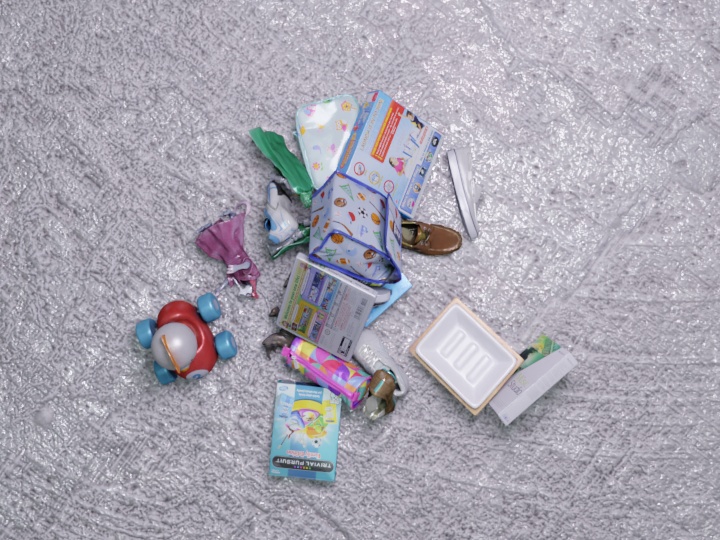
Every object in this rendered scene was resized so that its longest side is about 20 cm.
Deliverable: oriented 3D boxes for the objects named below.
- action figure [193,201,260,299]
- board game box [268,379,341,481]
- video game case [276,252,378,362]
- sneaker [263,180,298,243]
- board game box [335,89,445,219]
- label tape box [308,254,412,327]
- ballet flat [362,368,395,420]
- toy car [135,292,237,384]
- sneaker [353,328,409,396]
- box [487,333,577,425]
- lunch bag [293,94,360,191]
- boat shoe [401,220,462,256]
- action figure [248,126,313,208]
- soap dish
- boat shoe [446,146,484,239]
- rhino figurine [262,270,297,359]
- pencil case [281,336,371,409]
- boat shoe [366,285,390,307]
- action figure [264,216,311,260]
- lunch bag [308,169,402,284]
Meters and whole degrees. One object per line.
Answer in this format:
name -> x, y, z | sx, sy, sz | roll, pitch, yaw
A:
action figure -> -0.275, -0.025, 1.589 | 0.149, 0.133, 0.202 | -43, 106, -41
board game box -> -0.119, 0.354, 1.593 | 0.147, 0.047, 0.205 | 5, 90, 1
video game case -> -0.073, 0.079, 1.482 | 0.179, 0.022, 0.202 | 26, 130, 5
sneaker -> -0.181, -0.129, 1.531 | 0.072, 0.201, 0.072 | -35, 124, 9
board game box -> 0.064, -0.243, 1.533 | 0.194, 0.056, 0.204 | 26, 83, -30
label tape box -> 0.000, 0.000, 1.584 | 0.144, 0.063, 0.201 | -39, 91, 1
ballet flat -> 0.037, 0.274, 1.516 | 0.067, 0.201, 0.073 | 34, 66, 15
toy car -> -0.377, 0.168, 1.508 | 0.181, 0.200, 0.180 | -21, 104, 3
sneaker -> 0.036, 0.196, 1.576 | 0.200, 0.080, 0.070 | 45, 92, 2
box -> 0.354, 0.229, 1.538 | 0.199, 0.144, 0.037 | -40, 104, 0
lunch bag -> -0.061, -0.277, 1.579 | 0.157, 0.077, 0.205 | -14, 90, 2
boat shoe -> 0.130, -0.071, 1.580 | 0.195, 0.068, 0.074 | 5, 90, 0
action figure -> -0.158, -0.215, 1.542 | 0.055, 0.117, 0.201 | -47, 69, 31
soap dish -> 0.228, 0.184, 1.555 | 0.200, 0.081, 0.158 | 43, 90, 14
boat shoe -> 0.241, -0.173, 1.582 | 0.064, 0.072, 0.205 | -14, 82, 5
rhino figurine -> -0.157, 0.107, 1.587 | 0.086, 0.060, 0.203 | 26, 93, -9
pencil case -> -0.073, 0.215, 1.551 | 0.197, 0.088, 0.090 | 28, 90, 18
boat shoe -> -0.028, 0.078, 1.518 | 0.195, 0.074, 0.070 | -8, 104, 13
action figure -> -0.114, -0.091, 1.567 | 0.197, 0.118, 0.056 | -30, 104, -9
lunch bag -> 0.006, -0.080, 1.450 | 0.197, 0.123, 0.173 | 26, 47, -27
